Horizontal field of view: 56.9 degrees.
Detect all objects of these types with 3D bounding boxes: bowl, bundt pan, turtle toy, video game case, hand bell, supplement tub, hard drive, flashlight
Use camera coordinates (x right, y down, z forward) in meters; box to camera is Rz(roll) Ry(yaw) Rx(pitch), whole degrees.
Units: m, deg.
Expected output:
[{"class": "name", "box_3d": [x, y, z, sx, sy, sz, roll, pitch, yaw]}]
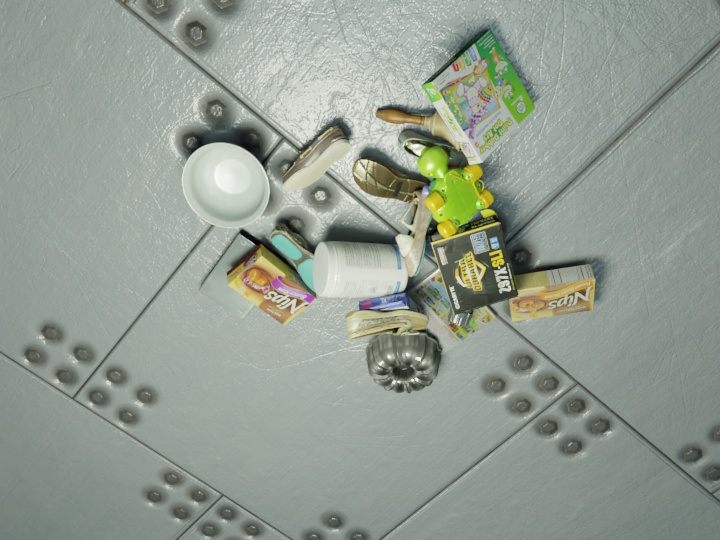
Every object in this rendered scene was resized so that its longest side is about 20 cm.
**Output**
[{"class": "bowl", "box_3d": [-0.298, -0.206, 1.523, 0.200, 0.090, 0.202, 2, 117, 4]}, {"class": "bundt pan", "box_3d": [0.110, 0.242, 1.699, 0.201, 0.076, 0.203, 2, 131, 2]}, {"class": "turtle toy", "box_3d": [0.190, -0.179, 1.437, 0.146, 0.101, 0.200, -37, 124, -8]}, {"class": "video game case", "box_3d": [0.209, 0.099, 1.680, 0.182, 0.023, 0.200, -38, 107, 20]}, {"class": "hand bell", "box_3d": [0.130, -0.329, 1.452, 0.199, 0.104, 0.105, 13, 117, 12]}, {"class": "supplement tub", "box_3d": [0.000, 0.000, 1.553, 0.199, 0.132, 0.132, 3, 118, -21]}, {"class": "hard drive", "box_3d": [-0.294, 0.013, 1.663, 0.139, 0.033, 0.200, 35, 113, -13]}, {"class": "flashlight", "box_3d": [0.259, 0.036, 1.601, 0.067, 0.068, 0.201, 22, 105, 14]}]

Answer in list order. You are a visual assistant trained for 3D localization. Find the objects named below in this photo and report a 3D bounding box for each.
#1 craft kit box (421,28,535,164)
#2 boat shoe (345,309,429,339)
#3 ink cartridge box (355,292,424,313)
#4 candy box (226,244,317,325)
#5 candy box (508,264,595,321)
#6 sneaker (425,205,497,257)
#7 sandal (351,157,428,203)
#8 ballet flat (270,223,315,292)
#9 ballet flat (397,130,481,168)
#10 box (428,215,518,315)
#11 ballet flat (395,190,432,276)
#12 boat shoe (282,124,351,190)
[{"class": "craft kit box", "box_3d": [0.247, -0.358, 1.375, 0.200, 0.048, 0.198, -46, 114, -21]}, {"class": "boat shoe", "box_3d": [0.063, 0.129, 1.525, 0.199, 0.063, 0.073, 1, 158, -14]}, {"class": "ink cartridge box", "box_3d": [0.073, 0.098, 1.589, 0.119, 0.042, 0.200, -12, 160, 18]}, {"class": "candy box", "box_3d": [-0.215, 0.038, 1.622, 0.117, 0.057, 0.200, -37, 126, 14]}, {"class": "candy box", "box_3d": [0.459, 0.055, 1.605, 0.199, 0.055, 0.116, -9, 136, 8]}, {"class": "sneaker", "box_3d": [0.230, -0.100, 1.555, 0.200, 0.083, 0.074, -33, 132, 28]}, {"class": "sandal", "box_3d": [0.069, -0.206, 1.525, 0.199, 0.054, 0.081, 15, 123, -20]}, {"class": "ballet flat", "box_3d": [-0.138, -0.037, 1.605, 0.068, 0.075, 0.200, -28, 115, 29]}, {"class": "ballet flat", "box_3d": [0.176, -0.257, 1.482, 0.199, 0.070, 0.070, 17, 116, -5]}, {"class": "box", "box_3d": [0.260, -0.010, 1.514, 0.159, 0.049, 0.201, -17, 117, 6]}, {"class": "ballet flat", "box_3d": [0.118, -0.088, 1.509, 0.067, 0.068, 0.201, 17, 83, -17]}, {"class": "boat shoe", "box_3d": [-0.107, -0.252, 1.505, 0.200, 0.072, 0.060, -34, 69, 31]}]
